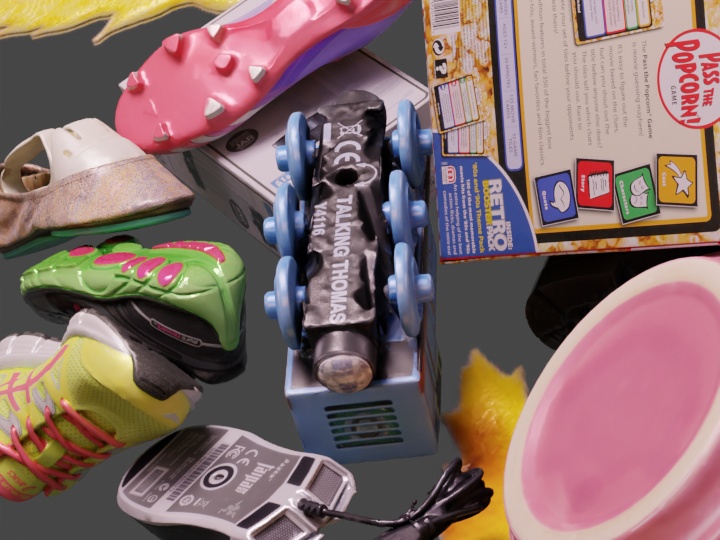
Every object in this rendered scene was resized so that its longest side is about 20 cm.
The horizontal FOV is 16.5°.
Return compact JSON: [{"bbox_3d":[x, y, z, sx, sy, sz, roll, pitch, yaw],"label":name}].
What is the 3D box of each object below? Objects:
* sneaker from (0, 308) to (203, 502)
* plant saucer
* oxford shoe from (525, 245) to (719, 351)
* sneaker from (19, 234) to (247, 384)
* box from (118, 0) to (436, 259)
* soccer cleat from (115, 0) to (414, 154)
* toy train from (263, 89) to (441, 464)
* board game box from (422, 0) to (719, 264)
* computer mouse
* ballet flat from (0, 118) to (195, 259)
[{"bbox_3d":[-0.150,0.080,1.273,0.090,0.078,0.200,-59,19,-23],"label":"sneaker"},{"bbox_3d":[0.132,0.070,1.093,0.200,0.051,0.201,-40,30,28],"label":"plant saucer"},{"bbox_3d":[0.181,-0.015,1.219,0.199,0.073,0.085,-4,40,25],"label":"oxford shoe"},{"bbox_3d":[-0.124,0.028,1.336,0.076,0.084,0.200,-18,12,-27],"label":"sneaker"},{"bbox_3d":[-0.042,-0.082,1.436,0.116,0.060,0.200,-35,38,-13],"label":"box"},{"bbox_3d":[-0.047,-0.123,1.396,0.200,0.076,0.067,-36,66,11],"label":"soccer cleat"},{"bbox_3d":[0.000,0.000,1.261,0.086,0.115,0.201,-6,44,8],"label":"toy train"},{"bbox_3d":[0.117,-0.083,1.172,0.046,0.152,0.199,-5,2,-44],"label":"board game box"},{"bbox_3d":[-0.037,0.120,1.197,0.200,0.044,0.110,11,46,46],"label":"computer mouse"},{"bbox_3d":[-0.164,-0.049,1.402,0.068,0.068,0.200,-15,3,-37],"label":"ballet flat"}]
